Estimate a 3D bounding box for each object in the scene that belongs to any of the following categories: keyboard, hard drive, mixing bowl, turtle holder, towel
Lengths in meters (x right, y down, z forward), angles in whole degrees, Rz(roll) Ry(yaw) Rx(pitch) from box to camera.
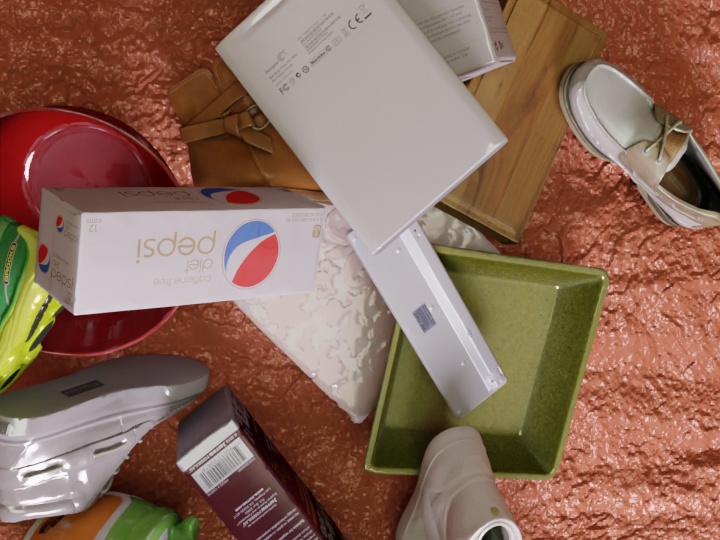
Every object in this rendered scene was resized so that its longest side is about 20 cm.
[{"bbox_3d":[0.057,0.034,0.788,0.056,0.011,0.202,-33,114,-3],"label":"keyboard"},{"bbox_3d":[-0.001,-0.133,0.731,0.131,0.026,0.201,-39,84,7],"label":"hard drive"},{"bbox_3d":[-0.223,-0.046,0.756,0.196,0.109,0.204,-2,117,-4],"label":"mixing bowl"},{"bbox_3d":[-0.210,0.267,0.814,0.129,0.187,0.143,15,61,14],"label":"turtle holder"},{"bbox_3d":[0.000,0.000,0.852,0.191,0.032,0.200,44,89,-11],"label":"towel"}]

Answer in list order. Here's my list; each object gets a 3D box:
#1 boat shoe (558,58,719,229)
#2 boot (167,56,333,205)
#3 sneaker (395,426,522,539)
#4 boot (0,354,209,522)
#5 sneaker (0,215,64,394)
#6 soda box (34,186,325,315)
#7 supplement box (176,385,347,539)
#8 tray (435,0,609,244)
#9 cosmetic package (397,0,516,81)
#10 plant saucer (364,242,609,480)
[{"bbox_3d":[0.254,-0.111,0.838,0.199,0.068,0.075,37,82,-26],"label":"boat shoe"},{"bbox_3d":[-0.050,-0.119,0.784,0.197,0.074,0.157,-25,87,-1],"label":"boot"},{"bbox_3d":[0.082,0.245,0.822,0.072,0.116,0.203,-7,130,-14],"label":"sneaker"},{"bbox_3d":[-0.210,0.134,0.786,0.198,0.073,0.098,-11,114,-44],"label":"boot"},{"bbox_3d":[-0.278,0.039,0.707,0.083,0.074,0.200,43,114,4],"label":"sneaker"},{"bbox_3d":[-0.119,-0.019,0.674,0.198,0.063,0.070,-5,111,-43],"label":"soda box"},{"bbox_3d":[-0.075,0.205,0.829,0.060,0.109,0.201,-36,103,-3],"label":"supplement box"},{"bbox_3d":[0.131,-0.136,0.837,0.097,0.037,0.203,26,85,-12],"label":"tray"},{"bbox_3d":[0.041,-0.246,0.770,0.106,0.085,0.204,-15,95,24],"label":"cosmetic package"},{"bbox_3d":[0.104,0.078,0.850,0.196,0.048,0.204,7,104,-23],"label":"plant saucer"}]
